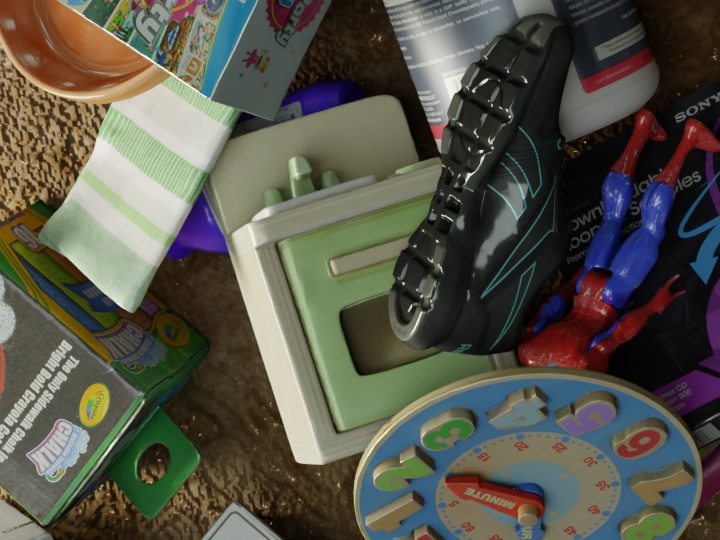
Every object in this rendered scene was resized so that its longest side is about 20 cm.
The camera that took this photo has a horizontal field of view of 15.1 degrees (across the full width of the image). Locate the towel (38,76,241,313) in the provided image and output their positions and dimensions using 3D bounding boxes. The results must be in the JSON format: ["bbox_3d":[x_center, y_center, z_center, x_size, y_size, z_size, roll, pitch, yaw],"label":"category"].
[{"bbox_3d":[-0.124,-0.086,1.663,0.023,0.152,0.200,27,93,-31],"label":"towel"}]

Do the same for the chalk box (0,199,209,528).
[{"bbox_3d":[-0.188,0.073,1.757,0.200,0.124,0.125,41,112,3],"label":"chalk box"}]

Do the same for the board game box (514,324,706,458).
[{"bbox_3d":[0.108,0.103,1.666,0.200,0.048,0.102,33,115,33],"label":"board game box"}]

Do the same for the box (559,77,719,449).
[{"bbox_3d":[0.193,0.000,1.592,0.143,0.036,0.200,-29,57,16],"label":"box"}]

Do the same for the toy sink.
[{"bbox_3d":[0.000,0.000,1.593,0.130,0.112,0.201,-17,89,-10],"label":"toy sink"}]

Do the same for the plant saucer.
[{"bbox_3d":[-0.149,-0.201,1.678,0.200,0.032,0.201,-9,74,34],"label":"plant saucer"}]

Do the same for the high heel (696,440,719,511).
[{"bbox_3d":[0.214,0.138,1.680,0.096,0.068,0.200,16,126,-15],"label":"high heel"}]

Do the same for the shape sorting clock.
[{"bbox_3d":[0.096,0.127,1.541,0.199,0.039,0.200,0,137,0],"label":"shape sorting clock"}]

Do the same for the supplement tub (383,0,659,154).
[{"bbox_3d":[0.081,-0.173,1.590,0.140,0.140,0.201,-17,98,22],"label":"supplement tub"}]

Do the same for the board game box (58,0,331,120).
[{"bbox_3d":[-0.099,-0.198,1.582,0.200,0.064,0.148,34,101,36],"label":"board game box"}]

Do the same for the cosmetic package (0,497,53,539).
[{"bbox_3d":[-0.250,0.213,1.765,0.107,0.200,0.090,-23,100,-16],"label":"cosmetic package"}]

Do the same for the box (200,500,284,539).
[{"bbox_3d":[-0.098,0.264,1.756,0.117,0.060,0.200,37,85,16],"label":"box"}]

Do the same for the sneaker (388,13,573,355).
[{"bbox_3d":[0.082,-0.046,1.520,0.079,0.075,0.201,17,101,-24],"label":"sneaker"}]

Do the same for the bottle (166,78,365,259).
[{"bbox_3d":[-0.082,-0.054,1.717,0.199,0.065,0.084,-20,95,22],"label":"bottle"}]

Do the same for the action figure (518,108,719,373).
[{"bbox_3d":[0.145,0.006,1.565,0.065,0.052,0.200,18,73,37],"label":"action figure"}]
